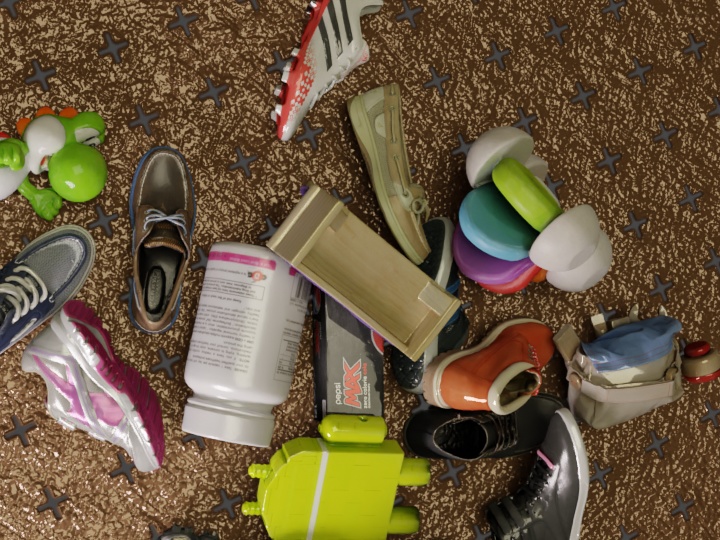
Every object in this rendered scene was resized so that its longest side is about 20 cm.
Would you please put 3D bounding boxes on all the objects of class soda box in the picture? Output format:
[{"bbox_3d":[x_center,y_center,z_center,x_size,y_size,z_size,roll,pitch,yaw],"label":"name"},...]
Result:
[{"bbox_3d":[-0.014,0.066,1.371,0.070,0.063,0.201,-1,88,-15],"label":"soda box"}]

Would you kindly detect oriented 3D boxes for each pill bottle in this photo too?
[{"bbox_3d":[-0.122,0.078,1.314,0.113,0.113,0.201,13,84,-14],"label":"pill bottle"}]

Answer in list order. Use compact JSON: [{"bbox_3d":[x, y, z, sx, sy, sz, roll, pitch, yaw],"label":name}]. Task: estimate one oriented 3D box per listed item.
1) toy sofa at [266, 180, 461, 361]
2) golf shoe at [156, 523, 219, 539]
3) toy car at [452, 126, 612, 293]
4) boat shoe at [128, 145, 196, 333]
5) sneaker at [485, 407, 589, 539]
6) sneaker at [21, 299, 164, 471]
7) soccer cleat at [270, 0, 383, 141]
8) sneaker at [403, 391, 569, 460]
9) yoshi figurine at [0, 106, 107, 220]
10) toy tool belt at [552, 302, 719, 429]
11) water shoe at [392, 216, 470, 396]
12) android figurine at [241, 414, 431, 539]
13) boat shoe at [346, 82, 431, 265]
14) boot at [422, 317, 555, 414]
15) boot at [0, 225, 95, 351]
[{"bbox_3d":[0.000,0.000,1.294,0.200,0.098,0.083,39,89,-31],"label":"toy sofa"},{"bbox_3d":[-0.126,0.336,1.311,0.199,0.078,0.095,14,60,-5],"label":"golf shoe"},{"bbox_3d":[0.170,-0.045,1.367,0.150,0.200,0.175,-39,67,6],"label":"toy car"},{"bbox_3d":[-0.206,-0.034,1.317,0.072,0.072,0.201,1,87,-16],"label":"boat shoe"},{"bbox_3d":[0.194,0.250,1.392,0.099,0.071,0.201,-5,114,-15],"label":"sneaker"},{"bbox_3d":[-0.275,0.131,1.292,0.088,0.081,0.201,-30,105,9],"label":"sneaker"},{"bbox_3d":[-0.037,-0.230,1.377,0.085,0.069,0.201,21,77,-9],"label":"soccer cleat"},{"bbox_3d":[0.156,0.181,1.390,0.199,0.106,0.075,-9,90,-16],"label":"sneaker"},{"bbox_3d":[-0.343,-0.095,1.271,0.199,0.112,0.113,-25,110,-17],"label":"yoshi figurine"},{"bbox_3d":[0.320,0.093,1.433,0.199,0.125,0.124,-20,101,-16],"label":"toy tool belt"},{"bbox_3d":[0.083,0.042,1.408,0.079,0.071,0.201,19,78,-43],"label":"water shoe"},{"bbox_3d":[-0.027,0.240,1.340,0.199,0.041,0.183,3,111,-17],"label":"android figurine"},{"bbox_3d":[0.044,-0.107,1.376,0.063,0.073,0.202,-20,78,7],"label":"boat shoe"},{"bbox_3d":[0.172,0.109,1.375,0.199,0.107,0.076,-24,111,-43],"label":"boot"},{"bbox_3d":[-0.344,0.030,1.258,0.073,0.090,0.200,45,77,-9],"label":"boot"}]
